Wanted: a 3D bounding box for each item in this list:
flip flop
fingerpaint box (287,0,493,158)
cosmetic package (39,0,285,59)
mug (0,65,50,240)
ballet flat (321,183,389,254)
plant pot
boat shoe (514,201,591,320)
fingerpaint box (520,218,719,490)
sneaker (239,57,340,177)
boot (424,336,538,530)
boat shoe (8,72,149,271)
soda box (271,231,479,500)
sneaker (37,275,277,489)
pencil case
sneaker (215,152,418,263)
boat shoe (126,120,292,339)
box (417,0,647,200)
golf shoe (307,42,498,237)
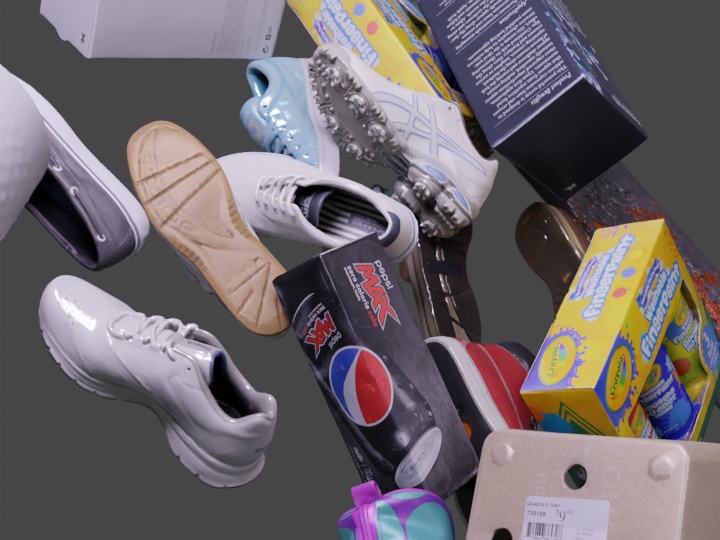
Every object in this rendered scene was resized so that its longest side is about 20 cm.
[{"bbox_3d":[0.064,-0.004,1.020,0.080,0.057,0.203,9,63,-35],"label":"flip flop"},{"bbox_3d":[0.042,-0.200,1.113,0.166,0.073,0.201,9,44,-59],"label":"fingerpaint box"},{"bbox_3d":[-0.179,-0.249,1.028,0.198,0.086,0.107,-8,37,-42],"label":"cosmetic package"},{"bbox_3d":[-0.328,-0.049,0.728,0.197,0.149,0.177,8,48,13],"label":"mug"},{"bbox_3d":[0.000,0.000,0.960,0.071,0.072,0.202,15,44,-23],"label":"ballet flat"},{"bbox_3d":[0.163,0.194,0.700,0.177,0.198,0.203,34,63,-47],"label":"plant pot"},{"bbox_3d":[0.224,0.020,1.091,0.067,0.072,0.202,0,56,-41],"label":"boat shoe"},{"bbox_3d":[0.232,0.087,0.949,0.168,0.073,0.201,57,47,-26],"label":"fingerpaint box"},{"bbox_3d":[-0.070,-0.119,1.024,0.081,0.074,0.202,2,45,-16],"label":"sneaker"},{"bbox_3d":[0.132,0.146,0.918,0.143,0.072,0.202,6,54,-46],"label":"boot"},{"bbox_3d":[-0.251,-0.075,0.853,0.200,0.070,0.066,46,39,-1],"label":"boat shoe"},{"bbox_3d":[0.013,0.079,0.844,0.070,0.063,0.202,-24,89,-46],"label":"soda box"},{"bbox_3d":[-0.136,0.062,0.786,0.199,0.087,0.075,36,42,0],"label":"sneaker"},{"bbox_3d":[0.028,0.246,0.732,0.092,0.084,0.202,41,31,-38],"label":"pencil case"},{"bbox_3d":[-0.048,-0.059,0.917,0.197,0.071,0.074,14,81,17],"label":"sneaker"},{"bbox_3d":[-0.122,-0.026,0.897,0.070,0.069,0.201,-31,80,-14],"label":"boat shoe"},{"bbox_3d":[0.164,-0.195,1.083,0.148,0.107,0.202,25,36,-50],"label":"box"},{"bbox_3d":[0.039,-0.127,0.971,0.200,0.078,0.097,49,62,-13],"label":"golf shoe"}]
